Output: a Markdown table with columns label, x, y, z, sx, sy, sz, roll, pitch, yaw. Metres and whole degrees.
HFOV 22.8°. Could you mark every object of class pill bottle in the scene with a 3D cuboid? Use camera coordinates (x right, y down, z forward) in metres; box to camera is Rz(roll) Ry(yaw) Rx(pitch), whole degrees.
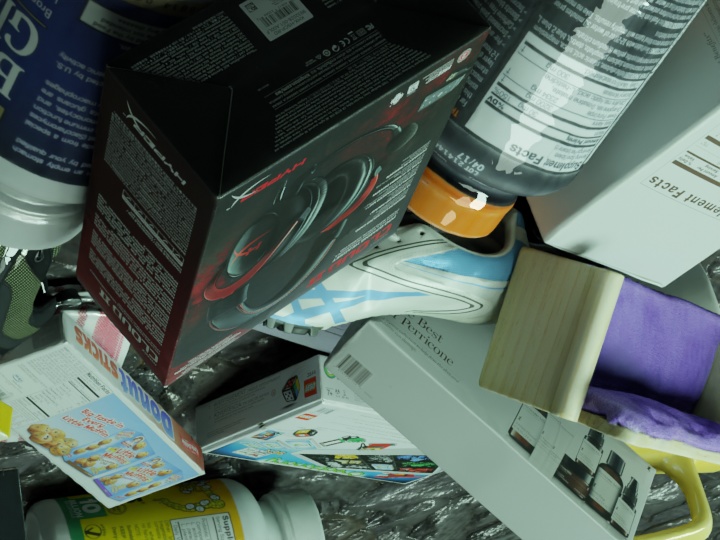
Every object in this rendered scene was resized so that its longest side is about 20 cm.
| label | x | y | z | sx | sy | sz | roll | pitch | yaw |
| --- | --- | --- | --- | --- | --- | --- | --- | --- | --- |
| pill bottle | -0.130 | 0.206 | 1.260 | 0.199 | 0.113 | 0.113 | -4 | 146 | -21 |
| pill bottle | 0.086 | -0.110 | 0.861 | 0.106 | 0.106 | 0.200 | 9 | 128 | -38 |
| pill bottle | -0.123 | -0.100 | 0.791 | 0.111 | 0.112 | 0.200 | 3 | 142 | -31 |

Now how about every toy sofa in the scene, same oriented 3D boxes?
| label | x | y | z | sx | sy | sz | roll | pitch | yaw |
| --- | --- | --- | --- | --- | --- | --- | --- | --- | --- |
| toy sofa | 0.162 | 0.052 | 0.998 | 0.200 | 0.097 | 0.083 | 18 | 91 | -53 |

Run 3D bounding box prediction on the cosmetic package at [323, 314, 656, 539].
| label | x | y | z | sx | sy | sz | roll | pitch | yaw |
| --- | --- | --- | --- | --- | --- | --- | --- | --- | --- |
| cosmetic package | 0.079 | 0.086 | 1.045 | 0.200 | 0.083 | 0.051 | 41 | 124 | -5 |

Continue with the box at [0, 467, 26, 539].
| label | x | y | z | sx | sy | sz | roll | pitch | yaw |
| --- | --- | --- | --- | --- | --- | --- | --- | --- | --- |
| box | -0.296 | 0.190 | 1.134 | 0.140 | 0.079 | 0.200 | -7 | 163 | -22 |

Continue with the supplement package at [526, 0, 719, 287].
| label | x | y | z | sx | sy | sz | roll | pitch | yaw |
| --- | --- | --- | --- | --- | --- | --- | --- | --- | --- |
| supplement package | 0.182 | -0.103 | 0.937 | 0.200 | 0.122 | 0.119 | -37 | 145 | 29 |

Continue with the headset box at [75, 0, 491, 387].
| label | x | y | z | sx | sy | sz | roll | pitch | yaw |
| --- | --- | --- | --- | --- | --- | --- | --- | --- | --- |
| headset box | -0.042 | -0.044 | 0.788 | 0.148 | 0.075 | 0.200 | -34 | 165 | -27 |

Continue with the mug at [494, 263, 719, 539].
| label | x | y | z | sx | sy | sz | roll | pitch | yaw |
| --- | --- | --- | --- | --- | --- | --- | --- | --- | --- |
| mug | 0.152 | 0.077 | 1.154 | 0.152 | 0.187 | 0.150 | -8 | 117 | -6 |

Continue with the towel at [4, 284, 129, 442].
| label | x | y | z | sx | sy | sz | roll | pitch | yaw |
| --- | --- | --- | --- | --- | --- | --- | --- | --- | --- |
| towel | -0.239 | 0.056 | 1.057 | 0.199 | 0.030 | 0.147 | -1 | 144 | -22 |

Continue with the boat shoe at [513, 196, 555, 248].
| label | x | y | z | sx | sy | sz | roll | pitch | yaw |
| --- | --- | --- | --- | --- | --- | --- | --- | --- | --- |
| boat shoe | 0.105 | -0.045 | 1.039 | 0.199 | 0.067 | 0.070 | 16 | 135 | -42 |

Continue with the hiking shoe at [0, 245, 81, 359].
| label | x | y | z | sx | sy | sz | roll | pitch | yaw |
| --- | --- | --- | --- | --- | --- | --- | --- | --- | --- |
| hiking shoe | -0.206 | -0.026 | 0.918 | 0.100 | 0.076 | 0.200 | -33 | 149 | -16 |

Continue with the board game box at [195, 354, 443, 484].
| label | x | y | z | sx | sy | sz | roll | pitch | yaw |
| --- | --- | --- | --- | --- | --- | --- | --- | --- | --- |
| board game box | 0.003 | 0.105 | 1.219 | 0.199 | 0.035 | 0.126 | 15 | 151 | -42 |

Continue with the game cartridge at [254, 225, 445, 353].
| label | x | y | z | sx | sy | sz | roll | pitch | yaw |
| --- | --- | --- | --- | --- | --- | --- | --- | --- | --- |
| game cartridge | 0.000 | 0.000 | 1.087 | 0.130 | 0.039 | 0.199 | -40 | 142 | 25 |

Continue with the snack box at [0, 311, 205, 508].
| label | x | y | z | sx | sy | sz | roll | pitch | yaw |
| --- | --- | --- | --- | --- | --- | --- | --- | --- | --- |
| snack box | -0.166 | 0.090 | 1.086 | 0.072 | 0.024 | 0.200 | -21 | 147 | 9 |

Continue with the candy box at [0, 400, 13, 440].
| label | x | y | z | sx | sy | sz | roll | pitch | yaw |
| --- | --- | --- | --- | --- | --- | --- | --- | --- | --- |
| candy box | -0.295 | 0.056 | 0.974 | 0.102 | 0.027 | 0.200 | -21 | 140 | 27 |

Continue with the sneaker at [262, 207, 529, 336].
| label | x | y | z | sx | sy | sz | roll | pitch | yaw |
| --- | --- | --- | --- | --- | --- | --- | --- | --- | --- |
| sneaker | -0.002 | -0.005 | 0.947 | 0.199 | 0.072 | 0.073 | -3 | 103 | -26 |
